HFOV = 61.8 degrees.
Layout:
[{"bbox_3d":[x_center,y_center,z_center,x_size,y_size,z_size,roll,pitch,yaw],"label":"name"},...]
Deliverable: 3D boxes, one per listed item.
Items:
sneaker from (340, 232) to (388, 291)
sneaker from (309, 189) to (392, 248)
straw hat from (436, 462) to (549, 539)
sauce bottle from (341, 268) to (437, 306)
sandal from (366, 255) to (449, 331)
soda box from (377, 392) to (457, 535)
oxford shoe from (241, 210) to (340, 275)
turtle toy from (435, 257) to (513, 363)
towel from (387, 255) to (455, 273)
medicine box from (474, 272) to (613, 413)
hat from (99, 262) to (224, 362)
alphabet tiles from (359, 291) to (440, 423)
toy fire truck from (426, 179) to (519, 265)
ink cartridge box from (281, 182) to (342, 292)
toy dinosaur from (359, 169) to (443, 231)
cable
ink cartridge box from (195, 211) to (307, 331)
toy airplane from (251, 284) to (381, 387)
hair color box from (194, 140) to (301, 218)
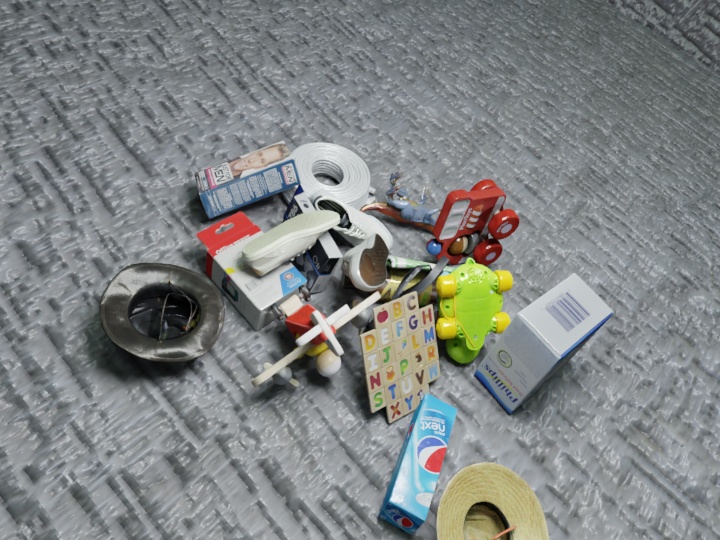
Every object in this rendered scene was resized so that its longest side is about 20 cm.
[{"bbox_3d":[0.000,0.000,1.082,0.074,0.083,0.200,56,19,-9],"label":"sneaker"},{"bbox_3d":[-0.020,-0.090,1.221,0.196,0.074,0.071,29,15,-13],"label":"sneaker"},{"bbox_3d":[0.184,0.404,0.908,0.195,0.085,0.207,7,63,-15],"label":"straw hat"},{"bbox_3d":[0.059,0.029,1.185,0.194,0.066,0.066,8,49,-9],"label":"sauce bottle"},{"bbox_3d":[0.080,0.038,1.102,0.043,0.199,0.076,49,12,4],"label":"sandal"},{"bbox_3d":[0.095,0.306,0.967,0.063,0.069,0.202,24,48,3],"label":"soda box"},{"bbox_3d":[-0.122,-0.052,1.088,0.197,0.059,0.075,-30,33,-23],"label":"oxford shoe"},{"bbox_3d":[0.196,0.076,1.106,0.141,0.207,0.101,-3,14,-12],"label":"turtle toy"},{"bbox_3d":[0.140,-0.003,1.202,0.194,0.152,0.024,11,92,-10],"label":"towel"},{"bbox_3d":[0.330,0.133,1.098,0.180,0.202,0.103,-27,63,-34],"label":"medicine box"},{"bbox_3d":[-0.329,0.082,1.000,0.195,0.081,0.205,14,52,-18],"label":"hat"},{"bbox_3d":[0.072,0.148,1.029,0.163,0.206,0.006,-18,16,-34],"label":"alphabet tiles"},{"bbox_3d":[0.217,-0.089,1.241,0.163,0.203,0.114,-8,52,-25],"label":"toy fire truck"},{"bbox_3d":[-0.110,-0.067,1.177,0.038,0.100,0.202,-5,51,-38],"label":"ink cartridge box"},{"bbox_3d":[0.119,-0.131,1.329,0.182,0.197,0.106,51,19,-30],"label":"toy dinosaur"},{"bbox_3d":[-0.074,-0.194,1.315,0.198,0.070,0.200,37,50,12],"label":"cable"},{"bbox_3d":[-0.206,-0.003,1.116,0.115,0.068,0.200,-31,67,-35],"label":"ink cartridge box"},{"bbox_3d":[-0.067,0.114,0.995,0.144,0.195,0.200,63,26,-18],"label":"toy airplane"},{"bbox_3d":[-0.226,-0.184,1.202,0.195,0.062,0.101,-22,38,-9],"label":"hair color box"}]
